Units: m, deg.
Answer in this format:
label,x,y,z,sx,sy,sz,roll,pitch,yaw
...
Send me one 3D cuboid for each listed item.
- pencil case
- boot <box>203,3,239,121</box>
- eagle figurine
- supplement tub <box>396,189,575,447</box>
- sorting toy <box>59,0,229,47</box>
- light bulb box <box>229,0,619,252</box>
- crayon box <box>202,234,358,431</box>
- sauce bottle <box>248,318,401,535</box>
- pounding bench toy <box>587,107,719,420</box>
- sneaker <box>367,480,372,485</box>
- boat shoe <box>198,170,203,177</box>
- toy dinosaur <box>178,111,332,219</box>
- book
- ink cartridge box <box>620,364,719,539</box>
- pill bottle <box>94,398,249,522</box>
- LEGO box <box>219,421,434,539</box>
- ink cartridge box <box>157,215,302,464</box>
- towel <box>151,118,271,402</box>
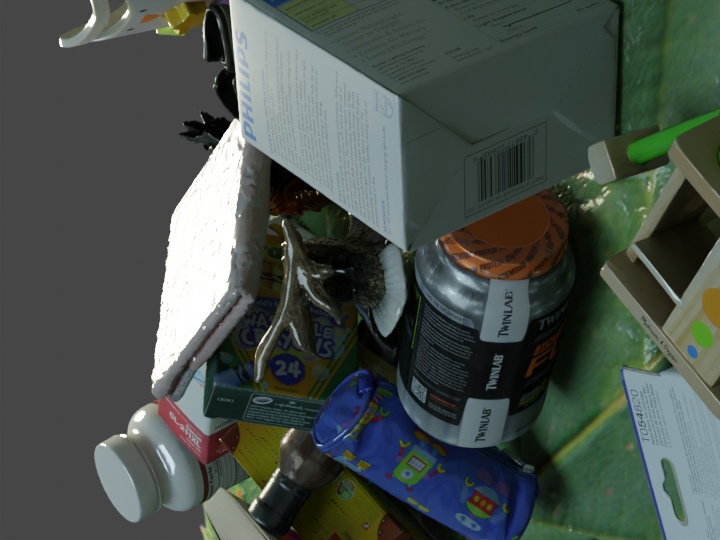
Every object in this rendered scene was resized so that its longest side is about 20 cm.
label,x,y,z,sx,sy,sz,roll,pitch,yaw
pencil case,0.059,0.154,1.610,0.087,0.199,0.078,-50,20,21
boot,-0.066,-0.221,1.565,0.068,0.130,0.202,32,138,45
eagle figurine,-0.005,-0.005,1.568,0.151,0.199,0.152,-36,77,29
supplement tub,0.096,0.030,1.503,0.123,0.122,0.201,46,147,30
sorting toy,-0.166,-0.243,1.666,0.108,0.179,0.200,61,152,5
light bulb box,0.043,-0.138,1.378,0.200,0.197,0.126,36,139,43
crayon box,-0.067,0.038,1.692,0.052,0.124,0.201,114,161,-48
sauce bottle,-0.028,0.139,1.737,0.064,0.201,0.065,35,-178,-2
pounding bench toy,0.229,-0.047,1.212,0.201,0.124,0.156,52,150,21
sneaker,0.025,0.151,1.766,0.199,0.079,0.078,27,135,50
boat shoe,-0.135,-0.015,1.922,0.069,0.070,0.201,49,145,38
toy dinosaur,-0.078,-0.098,1.759,0.199,0.102,0.136,3,132,39
book,-0.044,0.279,1.788,0.200,0.048,0.134,37,-172,-40
ink cartridge box,0.280,0.160,1.383,0.199,0.040,0.201,11,122,57
pill bottle,-0.159,0.168,1.964,0.112,0.199,0.113,39,143,38
LEGO box,-0.020,0.215,1.827,0.200,0.077,0.149,47,-178,30
ink cartridge box,-0.107,0.066,1.851,0.083,0.145,0.201,45,147,28
towel,-0.120,-0.015,1.640,0.191,0.032,0.202,130,150,-48
